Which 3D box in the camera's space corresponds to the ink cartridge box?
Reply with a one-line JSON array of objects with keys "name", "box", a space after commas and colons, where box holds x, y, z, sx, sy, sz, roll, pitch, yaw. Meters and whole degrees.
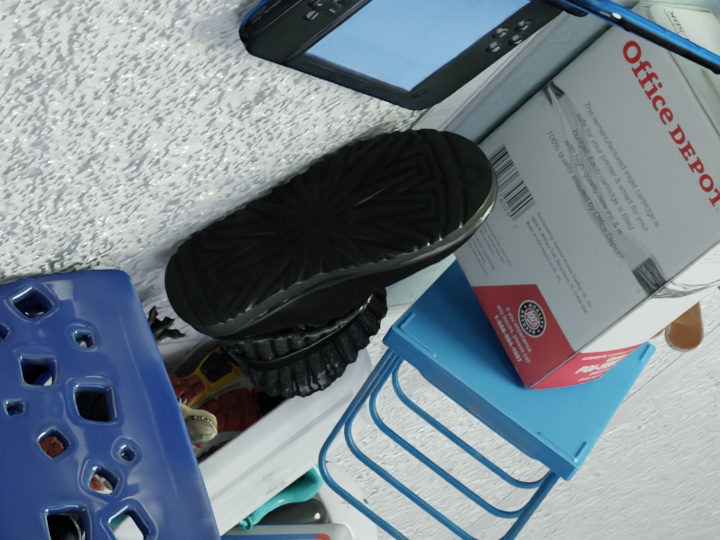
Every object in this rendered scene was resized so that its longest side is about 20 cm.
[{"name": "ink cartridge box", "box": [0.155, -0.043, 1.374, 0.083, 0.147, 0.200, -4, 150, -50]}]

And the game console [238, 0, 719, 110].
[{"name": "game console", "box": [0.069, -0.107, 1.152, 0.171, 0.119, 0.200, -36, 158, 21]}]

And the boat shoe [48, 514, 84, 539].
[{"name": "boat shoe", "box": [-0.214, 0.168, 1.536, 0.072, 0.068, 0.200, -25, 160, -7]}]

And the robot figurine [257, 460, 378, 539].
[{"name": "robot figurine", "box": [-0.085, 0.215, 1.742, 0.199, 0.150, 0.125, -19, 116, -20]}]

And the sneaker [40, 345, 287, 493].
[{"name": "sneaker", "box": [-0.122, 0.106, 1.490, 0.199, 0.078, 0.082, -15, 158, -29]}]

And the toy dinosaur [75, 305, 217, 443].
[{"name": "toy dinosaur", "box": [-0.148, 0.073, 1.374, 0.200, 0.047, 0.088, -10, -139, 49]}]

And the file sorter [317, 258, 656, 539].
[{"name": "file sorter", "box": [0.078, 0.085, 1.464, 0.123, 0.139, 0.200, -56, 174, 28]}]

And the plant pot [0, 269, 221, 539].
[{"name": "plant pot", "box": [-0.216, 0.128, 1.267, 0.179, 0.200, 0.200, 0, 147, -39]}]

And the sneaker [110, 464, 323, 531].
[{"name": "sneaker", "box": [-0.105, 0.145, 1.579, 0.200, 0.079, 0.078, -13, 115, -49]}]

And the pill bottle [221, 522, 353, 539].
[{"name": "pill bottle", "box": [-0.105, 0.233, 1.603, 0.199, 0.113, 0.112, -2, 161, 7]}]

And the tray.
[{"name": "tray", "box": [-0.066, 0.129, 1.495, 0.200, 0.022, 0.107, -36, 161, -6]}]

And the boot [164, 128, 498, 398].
[{"name": "boot", "box": [-0.001, -0.002, 1.370, 0.210, 0.080, 0.158, -21, 155, 13]}]

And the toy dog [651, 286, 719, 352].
[{"name": "toy dog", "box": [0.204, 0.048, 1.707, 0.200, 0.097, 0.132, -27, -174, 10]}]
